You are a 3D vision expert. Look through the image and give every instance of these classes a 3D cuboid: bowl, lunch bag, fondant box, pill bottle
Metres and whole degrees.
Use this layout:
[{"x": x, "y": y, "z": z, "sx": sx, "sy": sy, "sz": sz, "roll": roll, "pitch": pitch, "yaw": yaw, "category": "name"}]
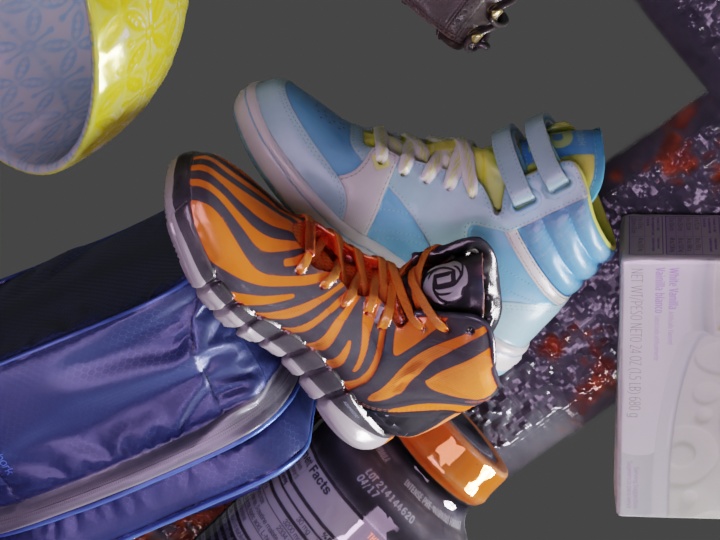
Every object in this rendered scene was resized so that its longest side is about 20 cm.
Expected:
[{"x": -0.136, "y": -0.157, "z": 1.249, "sx": 0.107, "sy": 0.200, "sz": 0.202, "roll": -24, "pitch": 116, "yaw": -30, "category": "bowl"}, {"x": -0.111, "y": 0.061, "z": 1.336, "sx": 0.199, "sy": 0.136, "sz": 0.133, "roll": -22, "pitch": 110, "yaw": 13, "category": "lunch bag"}, {"x": 0.228, "y": 0.050, "z": 1.341, "sx": 0.198, "sy": 0.058, "sz": 0.145, "roll": 0, "pitch": 113, "yaw": 4, "category": "fondant box"}, {"x": -0.018, "y": 0.145, "z": 1.370, "sx": 0.200, "sy": 0.106, "sz": 0.106, "roll": -43, "pitch": 103, "yaw": 8, "category": "pill bottle"}]

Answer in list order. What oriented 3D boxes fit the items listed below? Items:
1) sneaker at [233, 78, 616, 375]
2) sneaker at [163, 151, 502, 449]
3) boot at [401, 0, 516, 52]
[{"x": 0.043, "y": -0.052, "z": 1.306, "sx": 0.200, "sy": 0.080, "sz": 0.130, "roll": 40, "pitch": 113, "yaw": -22, "category": "sneaker"}, {"x": 0.000, "y": 0.000, "z": 1.250, "sx": 0.111, "sy": 0.078, "sz": 0.200, "roll": -21, "pitch": 134, "yaw": 28, "category": "sneaker"}, {"x": 0.096, "y": -0.172, "z": 1.263, "sx": 0.199, "sy": 0.069, "sz": 0.174, "roll": 35, "pitch": 117, "yaw": -5, "category": "boot"}]
